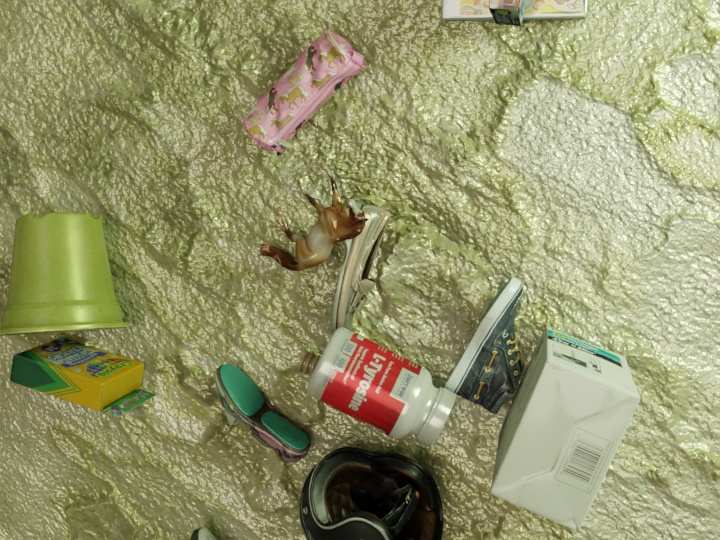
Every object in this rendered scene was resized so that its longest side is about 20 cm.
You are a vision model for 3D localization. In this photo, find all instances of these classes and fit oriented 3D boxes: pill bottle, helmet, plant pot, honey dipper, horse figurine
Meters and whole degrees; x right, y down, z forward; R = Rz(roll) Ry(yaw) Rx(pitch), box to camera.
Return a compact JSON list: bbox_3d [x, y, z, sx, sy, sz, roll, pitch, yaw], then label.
[{"bbox_3d":[0.032,0.174,1.153,0.200,0.112,0.113,26,104,4],"label":"pill bottle"},{"bbox_3d":[0.007,0.366,1.176,0.190,0.200,0.201,-4,98,36],"label":"helmet"},{"bbox_3d":[-0.478,0.006,1.264,0.200,0.200,0.185,-5,85,16],"label":"plant pot"},{"bbox_3d":[0.001,0.175,1.228,0.199,0.038,0.038,19,103,9],"label":"honey dipper"},{"bbox_3d":[-0.070,-0.062,1.173,0.200,0.050,0.133,-46,68,32],"label":"horse figurine"}]

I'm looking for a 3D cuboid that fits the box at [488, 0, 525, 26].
[{"bbox_3d":[0.200,-0.423,1.002,0.040,0.137,0.201,9,100,12],"label":"box"}]

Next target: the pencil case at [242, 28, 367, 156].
[{"bbox_3d":[-0.082,-0.260,1.157,0.200,0.083,0.087,-44,85,16],"label":"pencil case"}]

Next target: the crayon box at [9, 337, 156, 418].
[{"bbox_3d":[-0.450,0.172,1.301,0.199,0.126,0.052,16,102,12],"label":"crayon box"}]

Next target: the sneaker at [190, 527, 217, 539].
[{"bbox_3d":[-0.187,0.491,1.317,0.115,0.076,0.201,-35,96,9],"label":"sneaker"}]

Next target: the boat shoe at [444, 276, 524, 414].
[{"bbox_3d":[0.207,0.110,1.146,0.091,0.071,0.201,29,112,8],"label":"boat shoe"}]

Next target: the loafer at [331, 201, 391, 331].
[{"bbox_3d":[0.000,0.000,1.184,0.063,0.072,0.201,10,98,6],"label":"loafer"}]

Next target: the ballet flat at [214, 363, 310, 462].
[{"bbox_3d":[-0.169,0.239,1.272,0.200,0.069,0.071,41,126,6],"label":"ballet flat"}]

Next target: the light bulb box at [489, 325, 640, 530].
[{"bbox_3d":[0.272,0.203,1.070,0.124,0.200,0.199,22,104,9],"label":"light bulb box"}]

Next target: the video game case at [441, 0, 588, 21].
[{"bbox_3d":[0.213,-0.437,1.079,0.199,0.023,0.183,4,100,14],"label":"video game case"}]
